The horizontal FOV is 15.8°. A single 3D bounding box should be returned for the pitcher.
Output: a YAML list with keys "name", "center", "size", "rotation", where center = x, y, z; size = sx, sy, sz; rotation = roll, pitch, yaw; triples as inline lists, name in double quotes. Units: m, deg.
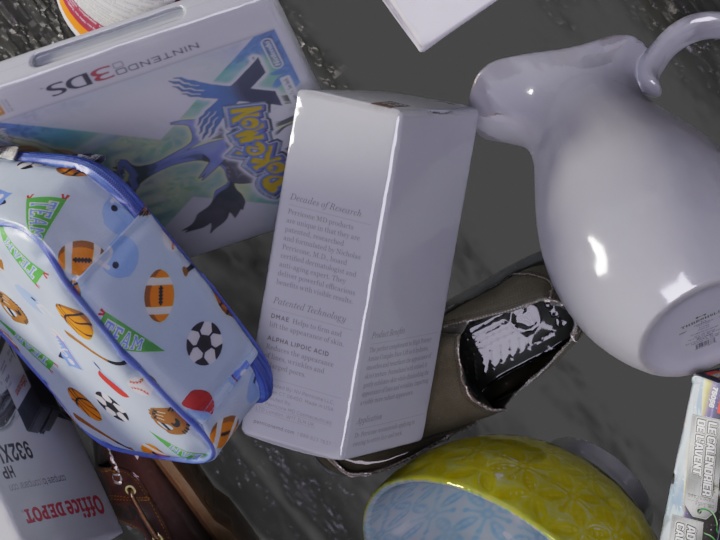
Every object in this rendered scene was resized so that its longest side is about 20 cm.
- name: "pitcher"
  center: [0.172, -0.051, 1.444]
  size: [0.171, 0.200, 0.121]
  rotation: [-26, 143, 0]

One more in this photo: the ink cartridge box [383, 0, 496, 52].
- name: "ink cartridge box"
  center: [0.053, -0.229, 1.390]
  size: [0.147, 0.200, 0.145]
  rotation: [-35, 101, 10]

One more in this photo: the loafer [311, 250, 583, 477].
- name: "loafer"
  center: [0.051, 0.057, 1.530]
  size: [0.200, 0.070, 0.075]
  rotation: [-36, 100, 10]

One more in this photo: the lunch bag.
- name: "lunch bag"
  center: [-0.150, 0.015, 1.416]
  size: [0.076, 0.160, 0.200]
  rotation: [-48, 120, -24]

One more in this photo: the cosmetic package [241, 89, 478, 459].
- name: "cosmetic package"
  center: [0.000, 0.000, 1.462]
  size: [0.074, 0.102, 0.200]
  rotation: [13, 99, 27]

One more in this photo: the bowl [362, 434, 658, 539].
- name: "bowl"
  center: [0.110, 0.162, 1.525]
  size: [0.200, 0.200, 0.108]
  rotation: [49, 58, -10]

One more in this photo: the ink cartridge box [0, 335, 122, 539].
- name: "ink cartridge box"
  center: [-0.233, 0.085, 1.476]
  size: [0.084, 0.145, 0.200]
  rotation: [-28, 82, 14]

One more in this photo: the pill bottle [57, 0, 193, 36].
- name: "pill bottle"
  center: [-0.106, -0.199, 1.395]
  size: [0.109, 0.200, 0.110]
  rotation: [4, 66, -9]

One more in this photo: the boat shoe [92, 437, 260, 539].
- name: "boat shoe"
  center: [-0.126, 0.132, 1.555]
  size: [0.070, 0.070, 0.200]
  rotation: [-31, 101, 8]

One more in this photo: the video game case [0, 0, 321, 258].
- name: "video game case"
  center: [-0.108, -0.073, 1.464]
  size: [0.182, 0.022, 0.200]
  rotation: [-18, 145, 7]

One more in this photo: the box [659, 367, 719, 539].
- name: "box"
  center: [0.245, 0.115, 1.482]
  size: [0.040, 0.200, 0.137]
  rotation: [20, 108, 36]
